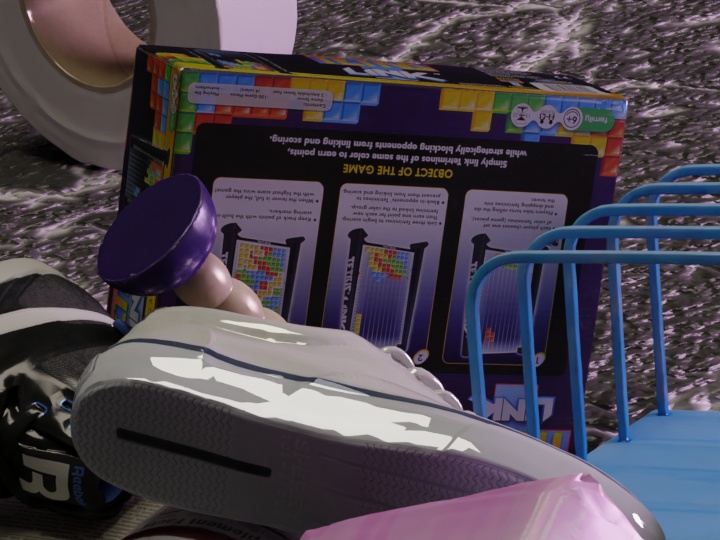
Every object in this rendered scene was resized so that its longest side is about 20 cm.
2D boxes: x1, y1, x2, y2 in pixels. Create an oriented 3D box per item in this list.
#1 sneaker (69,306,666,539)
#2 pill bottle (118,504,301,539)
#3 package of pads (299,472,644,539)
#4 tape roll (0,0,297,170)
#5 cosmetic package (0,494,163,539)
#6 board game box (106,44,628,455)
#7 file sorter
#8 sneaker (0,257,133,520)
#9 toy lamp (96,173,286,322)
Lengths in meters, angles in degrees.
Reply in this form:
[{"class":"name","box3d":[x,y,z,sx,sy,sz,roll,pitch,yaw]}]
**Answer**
[{"class":"sneaker","box3d":[0.008,0.055,0.971,0.199,0.073,0.071,20,38,7]},{"class":"pill bottle","box3d":[-0.033,0.125,1.022,0.114,0.115,0.200,5,24,29]},{"class":"package of pads","box3d":[0.005,0.149,0.853,0.120,0.076,0.200,-18,27,39]},{"class":"tape roll","box3d":[-0.133,-0.161,1.693,0.202,0.203,0.071,10,26,37]},{"class":"cosmetic package","box3d":[-0.129,0.138,1.075,0.103,0.073,0.200,5,24,31]},{"class":"board game box","box3d":[0.000,0.000,1.200,0.199,0.166,0.057,3,13,-25]},{"class":"file sorter","box3d":[0.140,0.034,1.146,0.138,0.123,0.200,1,12,26]},{"class":"sneaker","box3d":[-0.151,0.064,1.073,0.112,0.073,0.200,27,44,36]},{"class":"toy lamp","box3d":[-0.017,0.044,1.138,0.058,0.200,0.058,-30,33,22]}]
